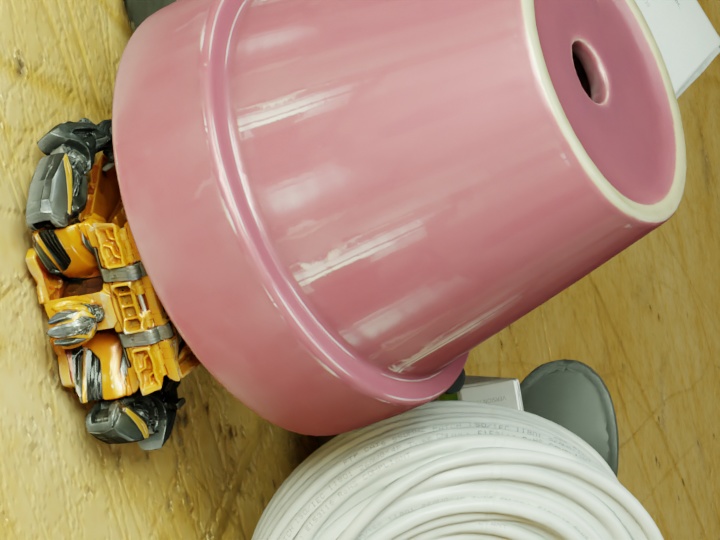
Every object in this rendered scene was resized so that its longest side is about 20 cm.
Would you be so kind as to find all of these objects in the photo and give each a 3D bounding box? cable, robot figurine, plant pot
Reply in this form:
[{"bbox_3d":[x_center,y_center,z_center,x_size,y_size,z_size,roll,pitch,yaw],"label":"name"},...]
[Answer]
[{"bbox_3d":[0.043,0.157,1.198,0.069,0.200,0.200,-112,-160,-65],"label":"cable"},{"bbox_3d":[-0.084,-0.009,1.125,0.200,0.058,0.145,-50,127,-66],"label":"robot figurine"},{"bbox_3d":[0.027,-0.049,1.070,0.200,0.179,0.200,38,41,-44],"label":"plant pot"}]

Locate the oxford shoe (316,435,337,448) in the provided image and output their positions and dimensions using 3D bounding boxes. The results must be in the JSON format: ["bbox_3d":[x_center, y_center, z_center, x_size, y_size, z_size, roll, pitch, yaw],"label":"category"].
[{"bbox_3d":[0.003,0.126,1.296,0.075,0.070,0.200,-2,63,-34],"label":"oxford shoe"}]

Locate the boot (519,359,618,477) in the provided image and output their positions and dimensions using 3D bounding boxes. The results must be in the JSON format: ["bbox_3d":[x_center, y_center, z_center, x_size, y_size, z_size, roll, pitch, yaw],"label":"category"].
[{"bbox_3d":[0.117,0.135,1.463,0.174,0.069,0.200,-40,133,-76],"label":"boot"}]

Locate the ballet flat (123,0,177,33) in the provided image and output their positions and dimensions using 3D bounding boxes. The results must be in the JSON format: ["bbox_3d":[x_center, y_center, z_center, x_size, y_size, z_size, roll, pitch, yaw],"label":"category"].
[{"bbox_3d":[-0.073,-0.176,1.211,0.057,0.066,0.200,31,44,-28],"label":"ballet flat"}]

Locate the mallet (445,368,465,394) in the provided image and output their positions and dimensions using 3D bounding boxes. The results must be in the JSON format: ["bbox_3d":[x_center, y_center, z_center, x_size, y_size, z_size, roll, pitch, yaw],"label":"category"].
[{"bbox_3d":[0.000,0.000,1.251,0.066,0.041,0.200,63,-9,-25],"label":"mallet"}]

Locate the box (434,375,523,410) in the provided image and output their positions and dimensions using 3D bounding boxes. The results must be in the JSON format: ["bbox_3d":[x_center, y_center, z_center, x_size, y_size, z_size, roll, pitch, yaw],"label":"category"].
[{"bbox_3d":[0.056,0.127,1.355,0.200,0.036,0.144,175,-94,-81],"label":"box"}]

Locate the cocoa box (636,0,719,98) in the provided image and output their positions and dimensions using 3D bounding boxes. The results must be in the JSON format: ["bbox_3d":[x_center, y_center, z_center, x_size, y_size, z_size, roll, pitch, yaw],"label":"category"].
[{"bbox_3d":[0.057,-0.145,1.296,0.133,0.131,0.200,-47,111,-35],"label":"cocoa box"}]
